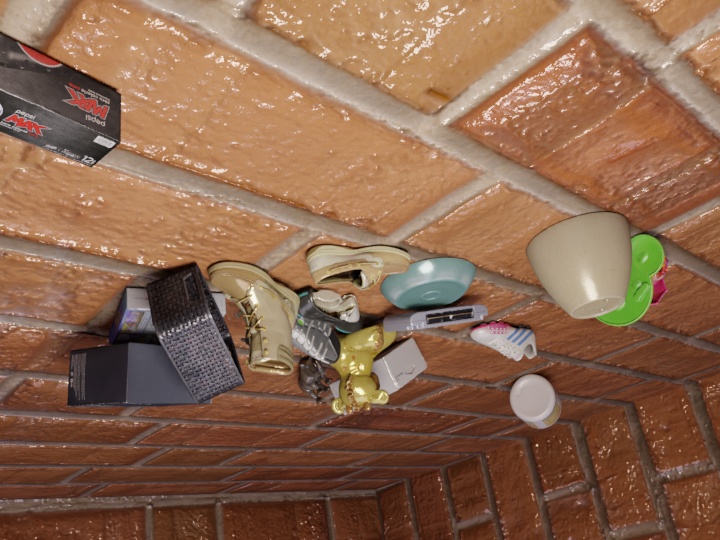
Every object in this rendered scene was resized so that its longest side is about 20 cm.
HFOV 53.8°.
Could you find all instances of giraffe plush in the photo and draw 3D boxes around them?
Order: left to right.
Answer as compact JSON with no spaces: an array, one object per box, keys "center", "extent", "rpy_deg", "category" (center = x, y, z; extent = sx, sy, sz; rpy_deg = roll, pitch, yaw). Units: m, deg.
[{"center":[-0.004,0.215,1.523],"extent":[0.197,0.166,0.171],"rpy_deg":[-12,174,-45],"category":"giraffe plush"}]

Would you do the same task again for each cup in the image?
[{"center":[0.426,0.004,1.333],"extent":[0.195,0.146,0.201],"rpy_deg":[-9,155,-4],"category":"cup"}]

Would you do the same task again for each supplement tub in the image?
[{"center":[0.561,0.421,2.261],"extent":[0.142,0.148,0.200],"rpy_deg":[-18,154,17],"category":"supplement tub"}]

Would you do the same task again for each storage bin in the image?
[{"center":[-0.278,0.109,1.205],"extent":[0.092,0.136,0.203],"rpy_deg":[-21,133,-8],"category":"storage bin"}]

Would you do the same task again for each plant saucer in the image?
[{"center":[0.138,0.036,1.416],"extent":[0.195,0.037,0.201],"rpy_deg":[-9,155,-4],"category":"plant saucer"}]

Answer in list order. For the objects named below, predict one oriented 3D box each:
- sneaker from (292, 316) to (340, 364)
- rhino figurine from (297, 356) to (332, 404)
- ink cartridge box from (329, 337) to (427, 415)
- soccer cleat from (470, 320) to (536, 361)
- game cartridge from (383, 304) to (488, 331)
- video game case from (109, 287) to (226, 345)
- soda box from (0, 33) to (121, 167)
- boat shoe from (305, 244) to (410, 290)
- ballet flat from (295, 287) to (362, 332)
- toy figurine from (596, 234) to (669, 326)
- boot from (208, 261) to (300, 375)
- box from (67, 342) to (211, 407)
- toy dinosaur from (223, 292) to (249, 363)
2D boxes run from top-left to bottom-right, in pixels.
[{"center":[-0.136,0.124,1.424],"extent":[0.199,0.076,0.114],"rpy_deg":[42,142,-24],"category":"sneaker"},{"center":[-0.116,0.258,1.735],"extent":[0.060,0.087,0.201],"rpy_deg":[-44,165,-24],"category":"rhino figurine"},{"center":[0.044,0.255,1.720],"extent":[0.198,0.089,0.144],"rpy_deg":[-30,178,39],"category":"ink cartridge box"},{"center":[0.357,0.175,1.734],"extent":[0.196,0.088,0.070],"rpy_deg":[6,151,-31],"category":"soccer cleat"},{"center":[0.153,0.100,1.494],"extent":[0.196,0.042,0.132],"rpy_deg":[-5,172,-30],"category":"game cartridge"},{"center":[-0.366,0.097,1.334],"extent":[0.177,0.046,0.200],"rpy_deg":[3,152,-28],"category":"video game case"},{"center":[-0.346,-0.181,0.725],"extent":[0.063,0.072,0.198],"rpy_deg":[-25,151,32],"category":"soda box"},{"center":[0.000,0.000,1.248],"extent":[0.195,0.068,0.074],"rpy_deg":[0,154,-21],"category":"boat shoe"},{"center":[-0.048,0.077,1.398],"extent":[0.068,0.069,0.198],"rpy_deg":[-37,146,30],"category":"ballet flat"},{"center":[0.583,0.012,1.477],"extent":[0.182,0.151,0.202],"rpy_deg":[-4,133,-46],"category":"toy figurine"},{"center":[-0.186,0.086,1.233],"extent":[0.072,0.159,0.199],"rpy_deg":[-21,142,33],"category":"boot"},{"center":[-0.407,0.199,1.325],"extent":[0.179,0.107,0.198],"rpy_deg":[-8,166,34],"category":"box"},{"center":[-0.198,0.118,1.324],"extent":[0.046,0.089,0.202],"rpy_deg":[-11,129,17],"category":"toy dinosaur"}]
